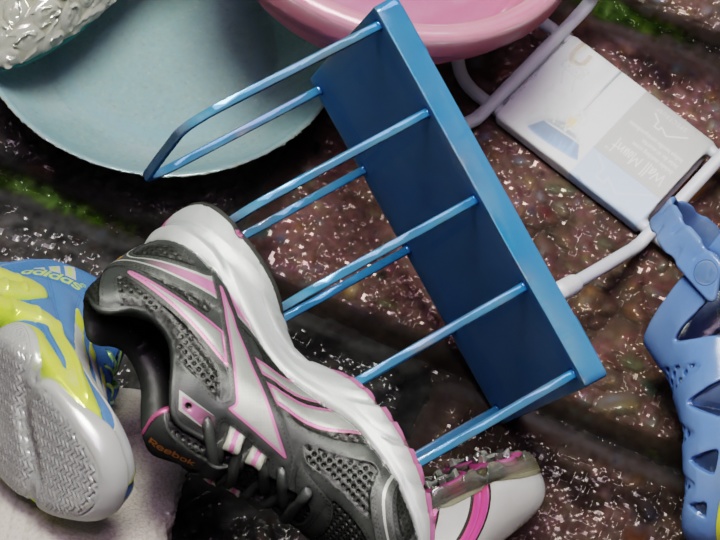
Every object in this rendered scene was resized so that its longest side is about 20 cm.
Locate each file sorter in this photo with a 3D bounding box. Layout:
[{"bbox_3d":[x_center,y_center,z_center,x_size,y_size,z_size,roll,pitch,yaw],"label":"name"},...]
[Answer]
[{"bbox_3d":[0.000,0.000,1.351,0.122,0.139,0.201,-29,88,-16],"label":"file sorter"}]

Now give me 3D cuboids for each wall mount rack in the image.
[{"bbox_3d":[0.111,-0.067,1.476,0.200,0.075,0.174,39,71,17],"label":"wall mount rack"}]

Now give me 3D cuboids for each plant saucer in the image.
[{"bbox_3d":[-0.105,-0.124,1.504,0.200,0.039,0.202,3,58,-5],"label":"plant saucer"},{"bbox_3d":[0.013,-0.176,1.470,0.199,0.051,0.201,8,49,-10],"label":"plant saucer"}]

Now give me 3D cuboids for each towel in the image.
[{"bbox_3d":[-0.148,0.106,1.315,0.132,0.035,0.200,9,31,0],"label":"towel"}]

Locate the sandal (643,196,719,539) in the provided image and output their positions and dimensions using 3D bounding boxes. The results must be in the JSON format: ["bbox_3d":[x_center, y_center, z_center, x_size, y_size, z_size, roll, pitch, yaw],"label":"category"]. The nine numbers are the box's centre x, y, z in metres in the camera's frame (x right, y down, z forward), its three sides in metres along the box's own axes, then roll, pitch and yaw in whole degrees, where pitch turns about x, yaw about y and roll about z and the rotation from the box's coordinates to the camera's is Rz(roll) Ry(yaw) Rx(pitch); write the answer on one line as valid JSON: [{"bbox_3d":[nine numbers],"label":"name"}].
[{"bbox_3d":[0.180,0.040,1.403,0.087,0.079,0.201,4,80,28],"label":"sandal"}]

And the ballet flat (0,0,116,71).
[{"bbox_3d":[-0.135,-0.184,1.476,0.072,0.072,0.200,40,63,17],"label":"ballet flat"}]

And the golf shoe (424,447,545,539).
[{"bbox_3d":[0.013,0.156,1.340,0.200,0.073,0.092,-31,95,-24],"label":"golf shoe"}]

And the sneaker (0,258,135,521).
[{"bbox_3d":[-0.136,0.042,1.321,0.105,0.076,0.200,-8,36,-36],"label":"sneaker"}]

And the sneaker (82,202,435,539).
[{"bbox_3d":[-0.054,0.071,1.265,0.086,0.080,0.200,-29,71,-36],"label":"sneaker"}]
